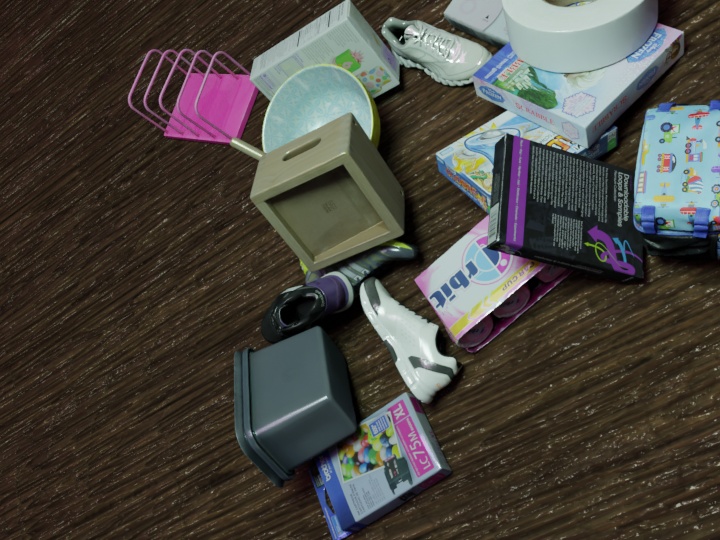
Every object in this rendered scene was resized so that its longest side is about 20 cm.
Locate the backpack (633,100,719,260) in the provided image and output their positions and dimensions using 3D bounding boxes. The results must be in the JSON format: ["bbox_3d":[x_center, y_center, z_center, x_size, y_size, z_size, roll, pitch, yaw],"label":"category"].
[{"bbox_3d":[0.425,-0.099,0.888,0.200,0.134,0.183,8,77,32],"label":"backpack"}]

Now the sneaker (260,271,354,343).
[{"bbox_3d":[-0.104,0.061,1.162,0.200,0.087,0.076,-34,82,42],"label":"sneaker"}]

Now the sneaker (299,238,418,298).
[{"bbox_3d":[0.000,0.000,1.174,0.200,0.074,0.081,-14,77,33],"label":"sneaker"}]

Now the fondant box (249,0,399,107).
[{"bbox_3d":[-0.057,-0.322,1.272,0.200,0.144,0.058,-22,44,29],"label":"fondant box"}]

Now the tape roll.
[{"bbox_3d":[0.293,-0.358,1.051,0.202,0.071,0.203,-11,51,14],"label":"tape roll"}]

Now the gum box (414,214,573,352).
[{"bbox_3d":[0.178,0.004,1.046,0.200,0.066,0.114,-42,53,12],"label":"gum box"}]

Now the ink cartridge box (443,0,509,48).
[{"bbox_3d":[0.246,-0.436,1.194,0.162,0.057,0.200,38,99,38],"label":"ink cartridge box"}]

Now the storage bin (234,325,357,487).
[{"bbox_3d":[-0.082,0.183,1.102,0.134,0.146,0.200,-27,33,10],"label":"storage bin"}]

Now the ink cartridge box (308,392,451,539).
[{"bbox_3d":[0.014,0.269,1.067,0.200,0.042,0.120,-38,55,17],"label":"ink cartridge box"}]

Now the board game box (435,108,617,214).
[{"bbox_3d":[0.220,-0.161,1.052,0.200,0.035,0.135,-32,49,-12],"label":"board game box"}]

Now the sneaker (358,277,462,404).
[{"bbox_3d":[0.069,0.084,1.091,0.080,0.074,0.200,-38,64,10],"label":"sneaker"}]

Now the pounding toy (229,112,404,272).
[{"bbox_3d":[-0.067,-0.122,1.121,0.200,0.184,0.142,-22,37,22],"label":"pounding toy"}]

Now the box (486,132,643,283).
[{"bbox_3d":[0.254,-0.073,0.962,0.036,0.199,0.143,136,145,-66],"label":"box"}]

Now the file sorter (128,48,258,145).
[{"bbox_3d":[-0.313,-0.330,1.468,0.200,0.125,0.139,12,78,36],"label":"file sorter"}]

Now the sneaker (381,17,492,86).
[{"bbox_3d":[0.113,-0.345,1.224,0.200,0.081,0.075,26,85,36],"label":"sneaker"}]

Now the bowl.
[{"bbox_3d":[-0.044,-0.213,1.244,0.200,0.108,0.201,-2,86,28],"label":"bowl"}]

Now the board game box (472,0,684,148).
[{"bbox_3d":[0.292,-0.279,1.067,0.200,0.041,0.199,-44,52,-12],"label":"board game box"}]
